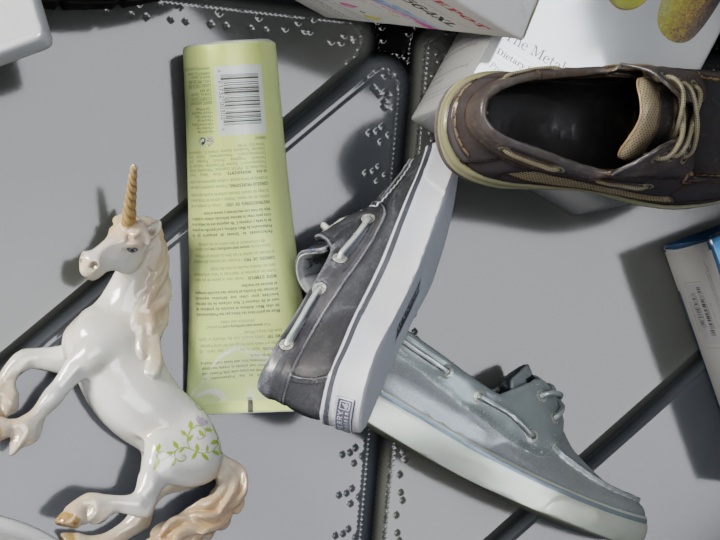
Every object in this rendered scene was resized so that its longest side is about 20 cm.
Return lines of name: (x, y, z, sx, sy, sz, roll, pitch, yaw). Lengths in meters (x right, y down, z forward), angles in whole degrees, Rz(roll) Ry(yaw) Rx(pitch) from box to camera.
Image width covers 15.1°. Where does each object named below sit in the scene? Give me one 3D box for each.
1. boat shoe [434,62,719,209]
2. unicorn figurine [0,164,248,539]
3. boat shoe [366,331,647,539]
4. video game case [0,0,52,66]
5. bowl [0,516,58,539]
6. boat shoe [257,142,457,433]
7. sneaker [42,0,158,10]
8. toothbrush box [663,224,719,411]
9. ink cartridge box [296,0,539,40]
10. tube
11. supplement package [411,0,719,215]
boat shoe: (0.140, -0.068, 1.370, 0.199, 0.073, 0.075, -3, 89, -12)
unicorn figurine: (-0.130, 0.061, 1.430, 0.137, 0.074, 0.200, -36, 107, -12)
boat shoe: (0.076, 0.083, 1.465, 0.200, 0.070, 0.072, 28, 86, -7)
video game case: (-0.275, -0.166, 1.380, 0.199, 0.023, 0.183, -19, 77, 5)
bowl: (-0.206, 0.226, 1.393, 0.200, 0.090, 0.202, 0, 88, -11)
boat shoe: (0.000, 0.000, 1.426, 0.068, 0.072, 0.200, 17, 51, 9)
sneaker: (-0.181, -0.197, 1.421, 0.200, 0.076, 0.116, 1, 89, -9)
toothbrush box: (0.291, 0.019, 1.503, 0.199, 0.085, 0.147, -21, 92, -11)
ink cartridge box: (0.017, -0.204, 1.381, 0.128, 0.200, 0.126, 26, 83, -36)
tube: (-0.065, -0.023, 1.454, 0.052, 0.058, 0.201, -4, 90, -32)
supplement package: (0.130, -0.146, 1.465, 0.114, 0.110, 0.200, 29, 82, -9)
